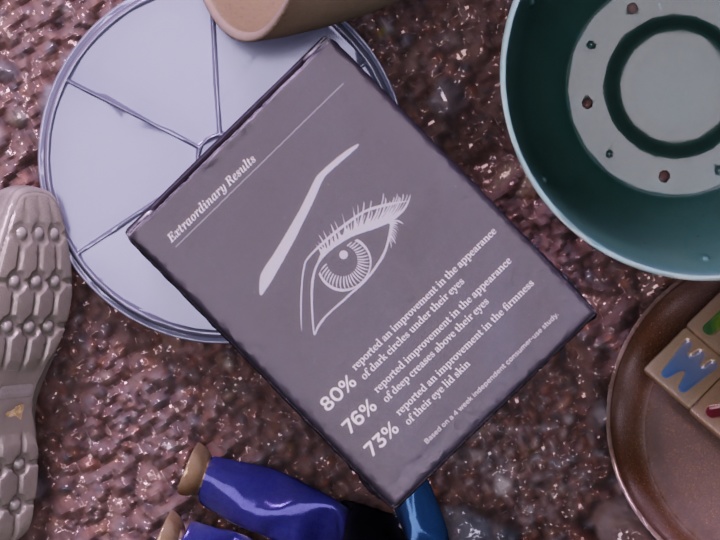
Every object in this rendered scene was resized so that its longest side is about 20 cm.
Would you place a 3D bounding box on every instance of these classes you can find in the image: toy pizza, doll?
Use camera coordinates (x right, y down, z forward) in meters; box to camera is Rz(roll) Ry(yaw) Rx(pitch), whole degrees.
[{"bbox_3d":[-0.075,-0.061,1.381,0.200,0.032,0.201,0,91,0],"label":"toy pizza"},{"bbox_3d":[-0.007,0.157,1.377,0.200,0.048,0.137,23,83,0],"label":"doll"}]

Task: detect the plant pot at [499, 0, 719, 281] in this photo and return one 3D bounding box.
[{"bbox_3d":[0.169,-0.098,1.308,0.200,0.161,0.201,0,93,1],"label":"plant pot"}]

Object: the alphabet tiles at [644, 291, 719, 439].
[{"bbox_3d":[0.277,0.058,1.328,0.167,0.008,0.200,-43,66,-12],"label":"alphabet tiles"}]

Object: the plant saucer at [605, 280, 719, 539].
[{"bbox_3d":[0.231,0.082,1.344,0.200,0.032,0.201,-4,64,8],"label":"plant saucer"}]

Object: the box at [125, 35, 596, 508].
[{"bbox_3d":[0.000,0.000,1.313,0.148,0.104,0.200,-43,91,0],"label":"box"}]

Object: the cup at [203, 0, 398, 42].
[{"bbox_3d":[0.004,-0.219,1.309,0.143,0.200,0.201,-3,92,-23],"label":"cup"}]

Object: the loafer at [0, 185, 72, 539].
[{"bbox_3d":[-0.204,0.050,1.366,0.070,0.070,0.200,16,97,39],"label":"loafer"}]
